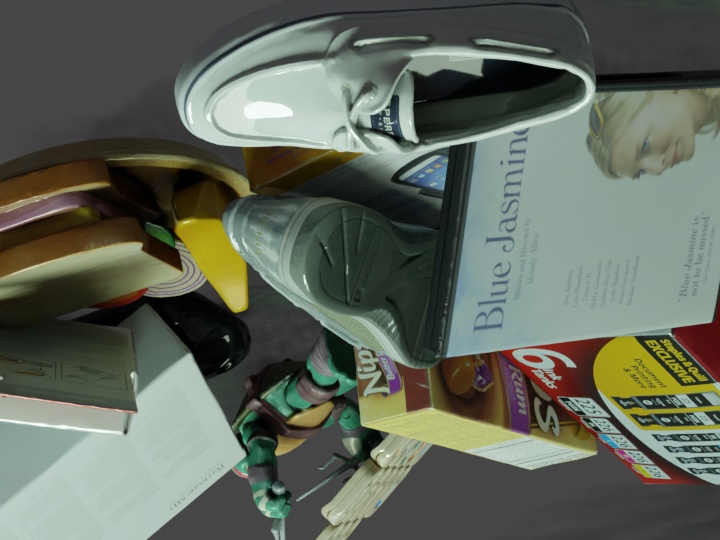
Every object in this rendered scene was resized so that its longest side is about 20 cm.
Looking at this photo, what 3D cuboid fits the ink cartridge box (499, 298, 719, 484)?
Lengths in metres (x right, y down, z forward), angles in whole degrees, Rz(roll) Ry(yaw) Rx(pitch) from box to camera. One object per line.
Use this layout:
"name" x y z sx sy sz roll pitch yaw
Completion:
"ink cartridge box" 0.207 0.052 1.346 0.175 0.084 0.200 -4 148 39

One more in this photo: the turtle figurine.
"turtle figurine" -0.036 0.103 1.463 0.150 0.101 0.200 -39 171 -50

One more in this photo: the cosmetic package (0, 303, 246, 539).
"cosmetic package" -0.172 0.129 1.318 0.200 0.052 0.151 -39 150 -11

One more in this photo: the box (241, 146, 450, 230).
"box" 0.042 -0.059 1.189 0.118 0.042 0.199 -24 158 29

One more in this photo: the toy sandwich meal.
"toy sandwich meal" -0.141 -0.007 1.179 0.203 0.071 0.205 -10 159 -4

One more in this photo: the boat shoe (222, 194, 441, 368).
"boat shoe" -0.001 0.001 1.185 0.064 0.075 0.202 20 178 30

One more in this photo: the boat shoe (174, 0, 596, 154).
"boat shoe" 0.012 -0.088 1.031 0.198 0.066 0.074 -13 130 0

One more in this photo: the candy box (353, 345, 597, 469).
"candy box" 0.072 0.050 1.364 0.056 0.118 0.199 -16 160 30

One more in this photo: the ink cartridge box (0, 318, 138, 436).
"ink cartridge box" -0.216 0.056 1.153 0.198 0.044 0.174 8 -168 -9

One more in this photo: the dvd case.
"dvd case" 0.123 -0.032 1.159 0.199 0.144 0.018 -6 -158 -35

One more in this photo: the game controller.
"game controller" -0.170 0.060 1.391 0.199 0.042 0.104 -21 143 20

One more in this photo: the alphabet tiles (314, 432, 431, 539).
"alphabet tiles" 0.022 0.131 1.521 0.196 0.015 0.200 -50 172 2
